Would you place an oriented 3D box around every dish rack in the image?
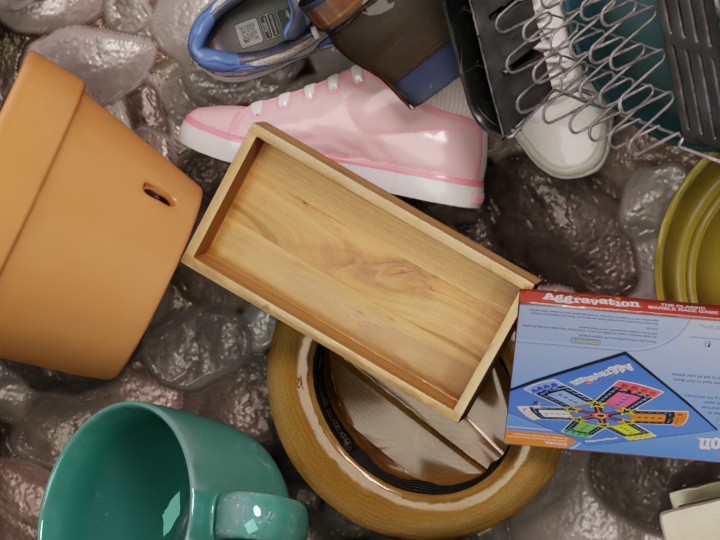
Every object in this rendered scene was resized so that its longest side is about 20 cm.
[{"bbox_3d":[0.128,-0.132,1.363,0.200,0.055,0.154,25,141,48],"label":"dish rack"}]

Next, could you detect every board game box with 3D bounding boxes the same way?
[{"bbox_3d":[0.190,0.067,1.475,0.200,0.019,0.103,5,119,2],"label":"board game box"}]

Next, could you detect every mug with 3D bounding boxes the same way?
[{"bbox_3d":[-0.108,0.175,1.567,0.185,0.114,0.152,38,104,45],"label":"mug"}]

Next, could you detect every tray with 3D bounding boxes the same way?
[{"bbox_3d":[0.000,0.000,1.508,0.200,0.037,0.099,30,101,8],"label":"tray"}]

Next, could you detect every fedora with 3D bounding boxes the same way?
[{"bbox_3d":[0.041,0.073,1.566,0.200,0.082,0.201,1,96,14],"label":"fedora"}]

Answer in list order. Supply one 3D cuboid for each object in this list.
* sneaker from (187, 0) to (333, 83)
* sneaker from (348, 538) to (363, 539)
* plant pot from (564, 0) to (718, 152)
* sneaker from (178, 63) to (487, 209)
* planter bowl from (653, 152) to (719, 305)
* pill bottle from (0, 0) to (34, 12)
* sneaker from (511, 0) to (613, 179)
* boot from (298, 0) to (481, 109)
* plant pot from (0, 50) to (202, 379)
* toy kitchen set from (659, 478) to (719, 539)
[{"bbox_3d":[-0.022,-0.172,1.548,0.200,0.085,0.077,-28,91,13],"label":"sneaker"},{"bbox_3d":[-0.016,0.205,1.554,0.200,0.091,0.076,-22,70,54],"label":"sneaker"},{"bbox_3d":[0.232,-0.169,1.414,0.200,0.188,0.201,0,92,-6],"label":"plant pot"},{"bbox_3d":[-0.011,-0.106,1.561,0.200,0.075,0.105,11,97,7],"label":"sneaker"},{"bbox_3d":[0.278,0.006,1.508,0.200,0.083,0.201,1,98,11],"label":"planter bowl"},{"bbox_3d":[-0.269,-0.268,1.575,0.200,0.112,0.112,39,103,5],"label":"pill bottle"},{"bbox_3d":[0.107,-0.152,1.527,0.075,0.081,0.200,-15,95,11],"label":"sneaker"},{"bbox_3d":[0.069,-0.185,1.472,0.200,0.075,0.097,-34,109,18],"label":"boot"},{"bbox_3d":[-0.191,-0.020,1.557,0.140,0.200,0.200,26,102,-8],"label":"plant pot"},{"bbox_3d":[0.287,0.227,1.491,0.180,0.163,0.200,-14,94,13],"label":"toy kitchen set"}]
